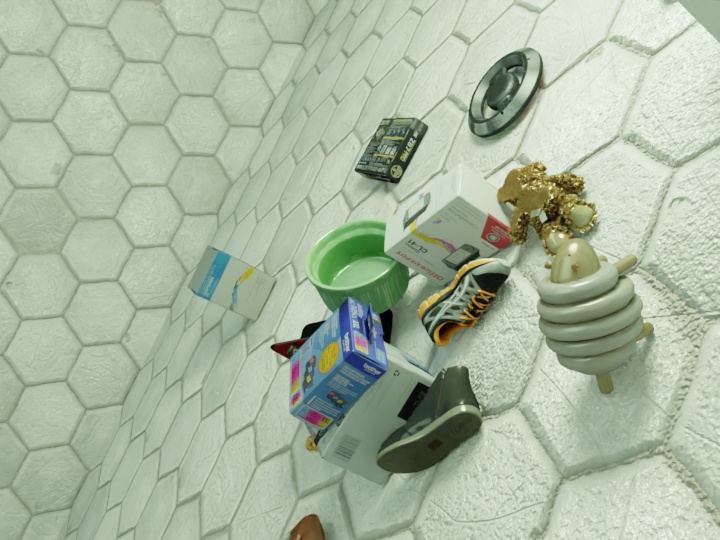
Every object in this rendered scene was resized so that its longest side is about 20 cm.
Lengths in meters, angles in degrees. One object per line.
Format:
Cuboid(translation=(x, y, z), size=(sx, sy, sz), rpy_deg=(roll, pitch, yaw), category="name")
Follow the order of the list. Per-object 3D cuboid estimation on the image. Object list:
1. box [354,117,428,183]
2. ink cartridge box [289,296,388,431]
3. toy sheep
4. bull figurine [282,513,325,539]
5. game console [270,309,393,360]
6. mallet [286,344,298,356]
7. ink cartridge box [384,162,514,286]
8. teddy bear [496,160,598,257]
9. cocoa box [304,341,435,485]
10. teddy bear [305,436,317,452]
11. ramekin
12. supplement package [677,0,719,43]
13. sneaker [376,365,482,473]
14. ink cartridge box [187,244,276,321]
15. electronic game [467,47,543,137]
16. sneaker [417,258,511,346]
Cuboid(translation=(0.073, -0.304, 1.764), size=(0.162, 0.049, 0.200), rpy_deg=(-63, 25, -1), category="box")
Cuboid(translation=(-0.029, 0.141, 1.139), size=(0.200, 0.076, 0.137), rpy_deg=(-46, 28, 24), category="ink cartridge box")
Cuboid(translation=(0.283, 0.057, 0.859), size=(0.137, 0.201, 0.138), rpy_deg=(-20, 8, 3), category="toy sheep")
Cuboid(translation=(-0.089, 0.510, 1.183), size=(0.121, 0.065, 0.200), rpy_deg=(-44, 27, 16), category="bull figurine")
Cuboid(translation=(-0.051, 0.112, 1.359), size=(0.199, 0.119, 0.173), rpy_deg=(-12, 35, 17), category="game console")
Cuboid(translation=(-0.039, 0.181, 1.292), size=(0.066, 0.200, 0.041), rpy_deg=(-57, 9, -19), category="mallet")
Cuboid(translation=(0.159, -0.074, 1.240), size=(0.200, 0.147, 0.086), rpy_deg=(-38, 32, 41), category="ink cartridge box")
Cuboid(translation=(0.298, -0.096, 1.116), size=(0.200, 0.066, 0.146), rpy_deg=(31, 101, 59), category="teddy bear")
Cuboid(translation=(0.019, 0.230, 1.198), size=(0.201, 0.133, 0.131), rpy_deg=(-58, 24, 4), category="cocoa box")
Cuboid(translation=(-0.059, 0.259, 1.374), size=(0.145, 0.067, 0.201), rpy_deg=(-8, 56, 57), category="teddy bear")
Cuboid(translation=(0.000, 0.000, 1.359), size=(0.199, 0.098, 0.201), rpy_deg=(-13, 40, 11), category="ramekin")
Cuboid(translation=(0.488, -0.370, 0.865), size=(0.152, 0.199, 0.151), rpy_deg=(-40, 32, 37), category="supplement package")
Cuboid(translation=(0.107, 0.239, 1.111), size=(0.200, 0.075, 0.107), rpy_deg=(-37, 28, 25), category="sneaker")
Cuboid(translation=(-0.381, 0.037, 2.081), size=(0.145, 0.199, 0.147), rpy_deg=(-64, 25, -3), category="ink cartridge box")
Cuboid(translation=(0.289, -0.359, 1.419), size=(0.200, 0.041, 0.201), rpy_deg=(-42, 32, 35), category="electronic game")
Cuboid(translation=(0.179, 0.053, 1.168), size=(0.200, 0.078, 0.078), rpy_deg=(-46, 41, 36), category="sneaker")
